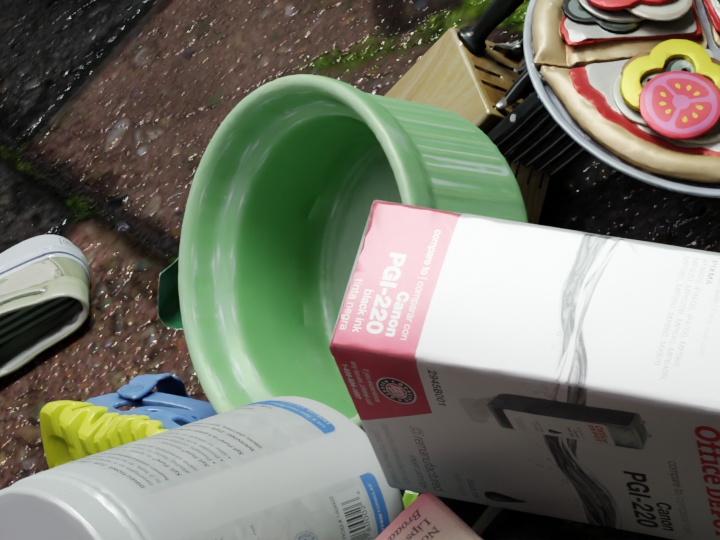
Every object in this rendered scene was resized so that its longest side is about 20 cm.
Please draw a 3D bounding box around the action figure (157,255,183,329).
[{"bbox_3d":[-0.067,-0.011,1.652,0.054,0.119,0.200,-14,32,15],"label":"action figure"}]

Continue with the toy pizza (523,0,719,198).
[{"bbox_3d":[0.184,-0.121,1.464,0.199,0.032,0.201,1,52,-1],"label":"toy pizza"}]

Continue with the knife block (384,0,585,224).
[{"bbox_3d":[0.060,-0.093,1.573,0.200,0.064,0.177,9,83,50],"label":"knife block"}]

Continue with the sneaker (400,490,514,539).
[{"bbox_3d":[0.046,0.088,1.427,0.200,0.083,0.072,-40,33,5],"label":"sneaker"}]

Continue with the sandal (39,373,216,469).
[{"bbox_3d":[-0.101,0.098,1.563,0.087,0.080,0.200,-23,24,-27],"label":"sandal"}]

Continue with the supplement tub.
[{"bbox_3d":[-0.083,0.142,1.348,0.132,0.133,0.200,-6,6,42],"label":"supplement tub"}]

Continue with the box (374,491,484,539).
[{"bbox_3d":[0.059,0.211,1.257,0.128,0.109,0.200,-45,33,-4],"label":"box"}]

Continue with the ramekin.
[{"bbox_3d":[0.000,0.000,1.488,0.200,0.097,0.201,-3,86,50],"label":"ramekin"}]

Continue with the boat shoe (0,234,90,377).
[{"bbox_3d":[-0.259,0.048,1.795,0.200,0.072,0.062,-34,32,8],"label":"boat shoe"}]

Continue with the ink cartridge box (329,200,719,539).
[{"bbox_3d":[0.101,0.051,1.293,0.199,0.146,0.085,7,61,18],"label":"ink cartridge box"}]
